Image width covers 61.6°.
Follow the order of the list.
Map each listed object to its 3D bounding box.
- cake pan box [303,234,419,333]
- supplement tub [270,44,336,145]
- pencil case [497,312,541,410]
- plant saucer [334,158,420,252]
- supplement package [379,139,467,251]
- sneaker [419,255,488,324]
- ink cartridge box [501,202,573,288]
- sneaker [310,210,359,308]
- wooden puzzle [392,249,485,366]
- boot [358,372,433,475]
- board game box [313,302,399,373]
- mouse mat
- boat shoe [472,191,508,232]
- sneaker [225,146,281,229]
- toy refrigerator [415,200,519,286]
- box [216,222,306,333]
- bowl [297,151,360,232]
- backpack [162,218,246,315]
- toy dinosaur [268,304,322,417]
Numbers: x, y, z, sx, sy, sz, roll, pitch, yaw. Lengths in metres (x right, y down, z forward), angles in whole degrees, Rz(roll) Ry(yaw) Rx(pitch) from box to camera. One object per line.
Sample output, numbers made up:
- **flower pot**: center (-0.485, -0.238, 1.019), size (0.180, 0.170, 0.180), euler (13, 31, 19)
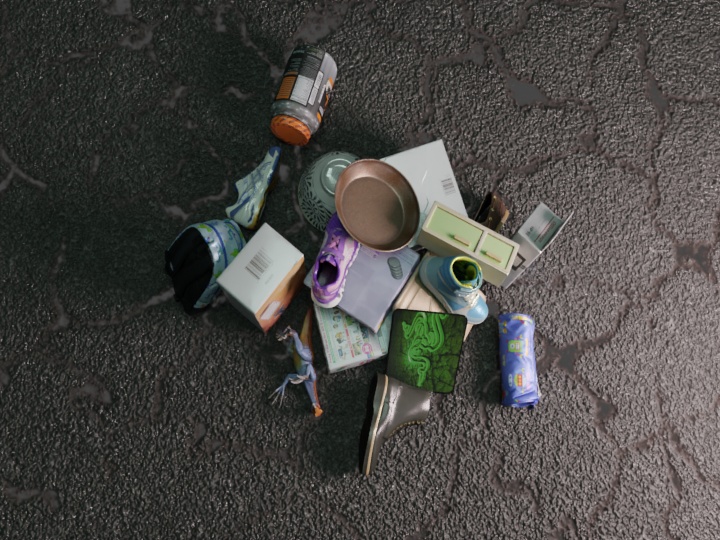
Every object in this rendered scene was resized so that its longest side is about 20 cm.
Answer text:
- **cake pan box**: center (0.000, 0.000, 1.273), size (0.197, 0.052, 0.187), euler (31, 80, 11)
- **supplement tub**: center (-0.136, -0.405, 1.407), size (0.119, 0.123, 0.206), euler (17, 76, 1)
- **pencil case**: center (0.342, 0.194, 1.302), size (0.084, 0.078, 0.207), euler (-7, 74, 25)
- **plant saucer**: center (0.031, -0.130, 1.243), size (0.194, 0.037, 0.207), euler (9, 68, -23)
- **supplement package**: center (0.136, -0.160, 1.356), size (0.151, 0.111, 0.206), euler (-17, 84, -8)
- **sneaker**: center (0.221, 0.044, 1.240), size (0.198, 0.129, 0.081), euler (38, 67, -24)
- **ink cartridge box**: center (0.359, -0.063, 1.295), size (0.066, 0.201, 0.116), euler (40, 57, 8)
- **sneaker**: center (-0.053, -0.032, 1.216), size (0.078, 0.089, 0.207), euler (12, 75, 11)
- **wooden puzzle**: center (0.168, 0.073, 1.307), size (0.200, 0.046, 0.187), euler (45, 65, -20)
- **boot**: center (0.075, 0.332, 1.260), size (0.134, 0.077, 0.207), euler (15, 83, -12)
- **board game box**: center (0.007, 0.122, 1.310), size (0.193, 0.064, 0.152), euler (-13, 76, -8)
- **mouse mat**: center (0.134, 0.173, 1.264), size (0.155, 0.008, 0.206), euler (5, 117, -1)
- **boat shoe**: center (0.266, -0.086, 1.365), size (0.070, 0.069, 0.203), euler (45, 63, -32)
- **sneaker**: center (-0.242, -0.200, 1.372), size (0.086, 0.075, 0.206), euler (19, 74, 2)
- **toy refrigerator**: center (0.219, -0.056, 1.240), size (0.196, 0.070, 0.077), euler (29, 66, 5)
- **box**: center (-0.197, 0.022, 1.252), size (0.105, 0.201, 0.153), euler (37, 76, 8)
- **bowl**: center (-0.047, -0.195, 1.373), size (0.193, 0.094, 0.208), euler (1, 75, -4)
- **backpack**: center (-0.322, -0.024, 1.259), size (0.150, 0.200, 0.167), euler (-19, 75, -28)
- **toy dinosaur**: center (-0.110, 0.204, 1.274), size (0.199, 0.104, 0.184), euler (-40, 101, -25)
